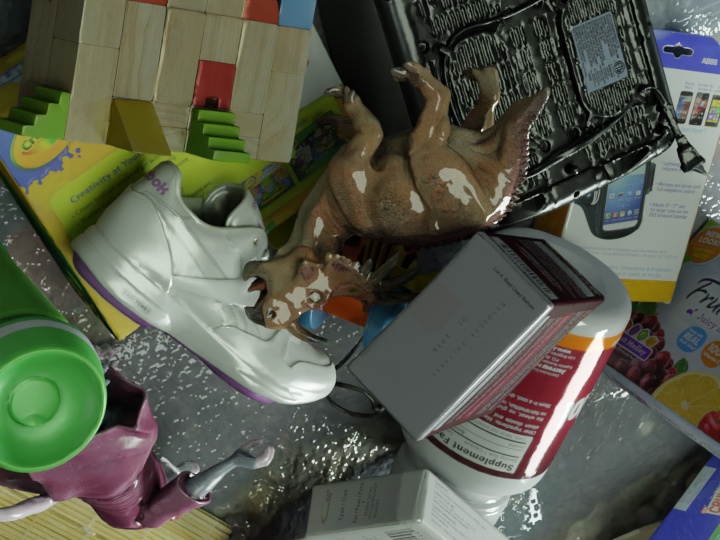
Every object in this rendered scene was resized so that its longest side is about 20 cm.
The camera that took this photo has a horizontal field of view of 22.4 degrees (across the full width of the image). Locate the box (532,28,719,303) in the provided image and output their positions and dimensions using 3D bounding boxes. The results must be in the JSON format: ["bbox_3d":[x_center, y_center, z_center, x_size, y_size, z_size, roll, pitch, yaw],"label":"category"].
[{"bbox_3d":[0.193,-0.076,1.295,0.119,0.041,0.200,3,108,-32],"label":"box"}]

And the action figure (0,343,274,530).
[{"bbox_3d":[-0.153,0.125,1.108,0.149,0.134,0.200,-56,150,-15],"label":"action figure"}]

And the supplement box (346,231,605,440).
[{"bbox_3d":[0.073,0.035,1.066,0.109,0.061,0.200,-46,168,11],"label":"supplement box"}]

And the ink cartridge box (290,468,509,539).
[{"bbox_3d":[0.021,0.213,1.277,0.200,0.176,0.045,44,43,-41],"label":"ink cartridge box"}]

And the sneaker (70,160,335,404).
[{"bbox_3d":[-0.071,0.011,1.063,0.100,0.075,0.200,-52,129,1],"label":"sneaker"}]

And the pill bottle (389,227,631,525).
[{"bbox_3d":[0.096,0.080,1.251,0.113,0.113,0.200,5,124,-33],"label":"pill bottle"}]

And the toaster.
[{"bbox_3d":[0.093,-0.124,1.145,0.181,0.119,0.200,-24,107,-19],"label":"toaster"}]

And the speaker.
[{"bbox_3d":[-0.210,0.035,1.002,0.088,0.200,0.088,-13,118,-26],"label":"speaker"}]

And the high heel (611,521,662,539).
[{"bbox_3d":[0.193,0.300,1.466,0.200,0.071,0.143,-49,146,-13],"label":"high heel"}]

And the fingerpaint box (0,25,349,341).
[{"bbox_3d":[-0.114,-0.087,1.083,0.200,0.073,0.167,-37,127,-12],"label":"fingerpaint box"}]

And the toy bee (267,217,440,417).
[{"bbox_3d":[0.000,0.000,1.186,0.131,0.200,0.109,29,64,-4],"label":"toy bee"}]

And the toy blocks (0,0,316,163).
[{"bbox_3d":[-0.099,-0.134,0.975,0.200,0.100,0.137,3,100,-43],"label":"toy blocks"}]

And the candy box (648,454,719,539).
[{"bbox_3d":[0.305,0.255,1.456,0.169,0.077,0.200,-43,130,-38],"label":"candy box"}]

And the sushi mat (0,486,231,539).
[{"bbox_3d":[-0.178,0.170,1.201,0.200,0.012,0.096,36,90,-37],"label":"sushi mat"}]

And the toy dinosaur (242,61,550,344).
[{"bbox_3d":[0.031,-0.040,1.023,0.086,0.200,0.136,1,75,-65],"label":"toy dinosaur"}]

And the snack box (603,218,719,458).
[{"bbox_3d":[0.278,0.060,1.306,0.142,0.200,0.053,-46,126,-5],"label":"snack box"}]
